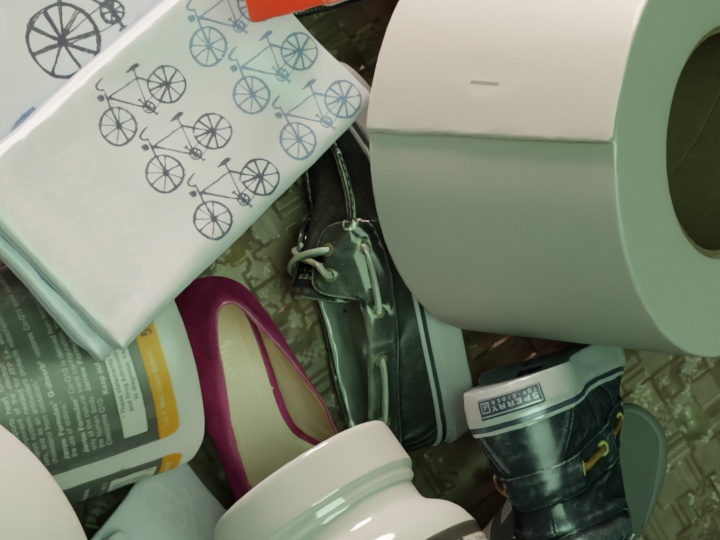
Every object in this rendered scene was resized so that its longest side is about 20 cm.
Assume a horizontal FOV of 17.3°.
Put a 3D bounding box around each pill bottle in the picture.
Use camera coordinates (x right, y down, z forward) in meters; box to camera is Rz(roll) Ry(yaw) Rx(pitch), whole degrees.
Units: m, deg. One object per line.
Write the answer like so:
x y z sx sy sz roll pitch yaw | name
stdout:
-0.181 0.063 1.082 0.199 0.116 0.117 -18 96 -18 | pill bottle
0.025 0.177 1.064 0.116 0.116 0.200 -29 76 -16 | pill bottle

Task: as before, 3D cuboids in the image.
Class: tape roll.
0.116 -0.065 1.127 0.202 0.139 0.204 -9 102 -50 | tape roll

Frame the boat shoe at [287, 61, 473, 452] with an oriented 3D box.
0.000 0.000 1.166 0.071 0.072 0.201 -22 99 -22 | boat shoe

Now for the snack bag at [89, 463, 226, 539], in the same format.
-0.058 0.187 1.089 0.021 0.200 0.189 -38 97 24 | snack bag

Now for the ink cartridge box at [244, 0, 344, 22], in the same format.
-0.006 -0.209 1.115 0.057 0.200 0.163 -12 97 24 | ink cartridge box

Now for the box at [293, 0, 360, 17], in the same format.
-0.110 -0.187 1.142 0.199 0.044 0.161 -14 95 -18 | box

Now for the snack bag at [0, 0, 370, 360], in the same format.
-0.119 -0.091 1.062 0.200 0.021 0.189 47 62 -3 | snack bag

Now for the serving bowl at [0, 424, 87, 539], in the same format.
-0.210 0.148 0.971 0.199 0.066 0.201 2 97 14 | serving bowl

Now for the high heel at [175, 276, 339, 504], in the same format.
-0.030 0.088 1.145 0.067 0.096 0.201 -32 100 -16 | high heel

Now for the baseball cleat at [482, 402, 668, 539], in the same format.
0.094 0.142 1.182 0.070 0.106 0.200 42 75 0 | baseball cleat

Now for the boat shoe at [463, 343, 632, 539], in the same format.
0.096 0.088 1.143 0.071 0.200 0.091 -17 90 15 | boat shoe
